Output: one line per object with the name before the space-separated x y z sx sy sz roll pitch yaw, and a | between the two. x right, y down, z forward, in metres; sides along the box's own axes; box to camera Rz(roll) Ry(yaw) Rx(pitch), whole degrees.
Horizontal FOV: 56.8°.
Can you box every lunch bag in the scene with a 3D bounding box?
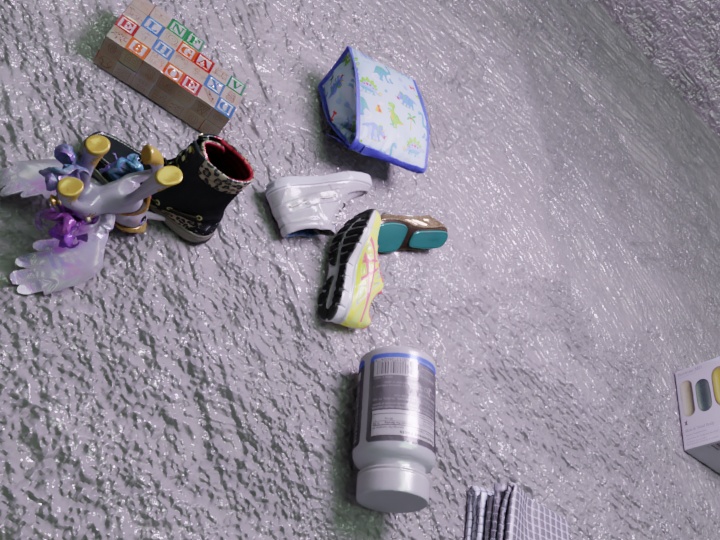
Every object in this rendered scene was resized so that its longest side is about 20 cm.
lunch bag | 0.029 -0.269 1.188 0.169 0.127 0.201 12 47 -35

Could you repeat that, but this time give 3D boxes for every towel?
towel | 0.237 0.424 0.966 0.165 0.085 0.201 32 47 -23

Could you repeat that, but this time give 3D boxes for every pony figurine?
pony figurine | -0.307 -0.075 0.757 0.192 0.200 0.168 -12 79 -28

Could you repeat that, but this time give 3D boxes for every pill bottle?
pill bottle | 0.047 0.216 0.911 0.113 0.114 0.201 25 51 -27

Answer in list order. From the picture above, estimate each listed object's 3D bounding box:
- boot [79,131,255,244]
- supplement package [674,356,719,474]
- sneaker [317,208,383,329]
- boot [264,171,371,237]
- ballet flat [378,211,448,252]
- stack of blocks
boot | -0.243 -0.137 0.849 0.203 0.154 0.074 38 45 -16
supplement package | 0.821 0.321 1.484 0.150 0.152 0.201 32 47 -20
sneaker | 0.000 0.000 1.031 0.090 0.078 0.201 30 66 -30
boot | -0.055 -0.099 1.059 0.199 0.073 0.096 -11 78 -36
ballet flat | 0.066 -0.069 1.153 0.199 0.071 0.065 3 35 -43
stack of blocks | -0.274 -0.301 0.993 0.199 0.058 0.116 32 47 -21
